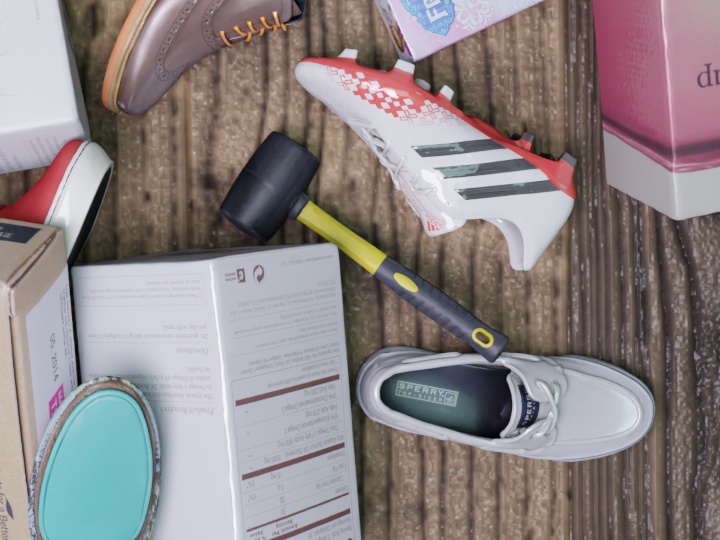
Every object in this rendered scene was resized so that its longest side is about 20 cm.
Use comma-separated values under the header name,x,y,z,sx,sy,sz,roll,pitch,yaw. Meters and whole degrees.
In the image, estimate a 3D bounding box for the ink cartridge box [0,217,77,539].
name,x,y,z,sx,sy,sz,roll,pitch,yaw
ink cartridge box,-0.245,0.066,0.832,0.164,0.075,0.201,9,120,11

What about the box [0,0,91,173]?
name,x,y,z,sx,sy,sz,roll,pitch,yaw
box,-0.268,-0.130,0.853,0.199,0.106,0.153,-10,84,-7

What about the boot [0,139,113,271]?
name,x,y,z,sx,sy,sz,roll,pitch,yaw
boot,-0.241,-0.020,0.865,0.144,0.072,0.200,35,115,-6

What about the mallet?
name,x,y,z,sx,sy,sz,roll,pitch,yaw
mallet,0.000,0.000,0.925,0.200,0.041,0.066,43,87,4

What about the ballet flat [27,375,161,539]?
name,x,y,z,sx,sy,sz,roll,pitch,yaw
ballet flat,-0.149,0.148,0.821,0.074,0.074,0.201,6,102,-8

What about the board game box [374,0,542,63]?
name,x,y,z,sx,sy,sz,roll,pitch,yaw
board game box,0.077,-0.262,0.939,0.199,0.041,0.201,-27,97,-6

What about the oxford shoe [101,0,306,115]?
name,x,y,z,sx,sy,sz,roll,pitch,yaw
oxford shoe,-0.078,-0.163,0.894,0.073,0.071,0.200,42,98,7

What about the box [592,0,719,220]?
name,x,y,z,sx,sy,sz,roll,pitch,yaw
box,0.219,-0.147,0.906,0.127,0.109,0.201,-12,108,-11

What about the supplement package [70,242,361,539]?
name,x,y,z,sx,sy,sz,roll,pitch,yaw
supplement package,-0.082,0.089,0.875,0.116,0.117,0.201,-1,95,36

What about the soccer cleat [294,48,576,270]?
name,x,y,z,sx,sy,sz,roll,pitch,yaw
soccer cleat,0.043,-0.070,0.932,0.199,0.069,0.086,26,85,-13

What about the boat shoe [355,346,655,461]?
name,x,y,z,sx,sy,sz,roll,pitch,yaw
boat shoe,0.097,0.089,0.947,0.199,0.065,0.074,2,92,-8
